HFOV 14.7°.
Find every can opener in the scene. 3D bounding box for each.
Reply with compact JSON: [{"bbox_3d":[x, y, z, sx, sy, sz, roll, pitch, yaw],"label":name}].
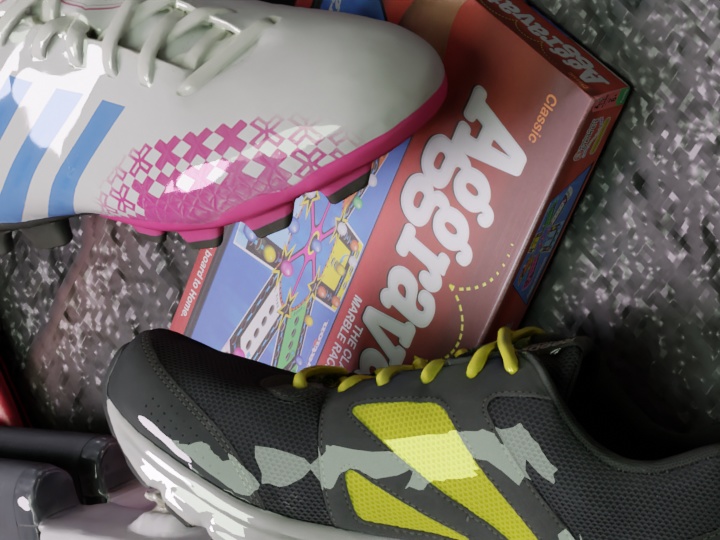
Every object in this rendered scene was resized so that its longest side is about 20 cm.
[{"bbox_3d":[-0.093,0.082,0.870,0.199,0.053,0.067,7,109,42],"label":"can opener"}]

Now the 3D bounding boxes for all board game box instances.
[{"bbox_3d":[0.000,0.000,0.808,0.103,0.019,0.201,41,127,26],"label":"board game box"}]

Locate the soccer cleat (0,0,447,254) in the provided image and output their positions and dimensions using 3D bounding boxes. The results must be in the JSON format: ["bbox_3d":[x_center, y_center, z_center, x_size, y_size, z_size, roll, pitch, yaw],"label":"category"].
[{"bbox_3d":[-0.066,-0.054,0.780,0.199,0.070,0.087,-7,120,44],"label":"soccer cleat"}]

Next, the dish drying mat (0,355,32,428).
[{"bbox_3d":[-0.156,0.015,0.961,0.077,0.018,0.201,-30,82,45],"label":"dish drying mat"}]

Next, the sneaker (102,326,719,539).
[{"bbox_3d":[0.027,0.047,0.755,0.199,0.074,0.085,21,105,14],"label":"sneaker"}]
